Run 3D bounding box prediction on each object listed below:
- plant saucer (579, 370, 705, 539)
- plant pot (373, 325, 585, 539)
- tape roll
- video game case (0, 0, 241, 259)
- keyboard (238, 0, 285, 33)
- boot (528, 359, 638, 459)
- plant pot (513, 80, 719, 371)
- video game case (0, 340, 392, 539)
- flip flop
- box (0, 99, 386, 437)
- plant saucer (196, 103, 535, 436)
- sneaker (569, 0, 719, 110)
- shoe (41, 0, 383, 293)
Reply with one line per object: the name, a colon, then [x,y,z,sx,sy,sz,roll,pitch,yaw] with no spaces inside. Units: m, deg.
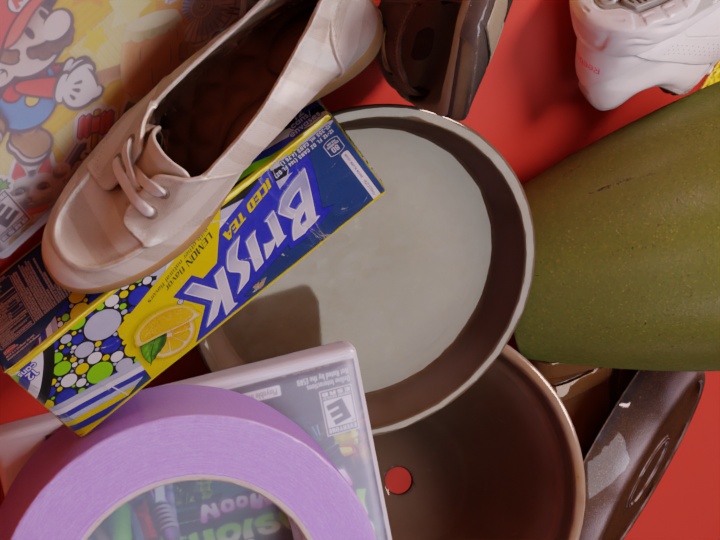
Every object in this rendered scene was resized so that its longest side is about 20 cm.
plant saucer: [0.185,0.131,1.265,0.200,0.032,0.200,-51,160,-26]
plant pot: [0.028,0.130,1.115,0.201,0.201,0.093,-42,-179,-8]
tape roll: [-0.092,0.164,0.962,0.200,0.066,0.200,-3,101,-13]
video game case: [-0.138,-0.123,0.841,0.200,0.023,0.182,-43,141,-7]
keyboard: [-0.032,-0.137,0.880,0.056,0.011,0.200,-21,157,-17]
boot: [0.124,0.092,1.211,0.200,0.077,0.155,-37,146,-23]
plant pot: [0.181,-0.016,1.106,0.200,0.187,0.187,-13,137,4]
video game case: [-0.083,0.148,1.006,0.200,0.023,0.182,-14,104,-12]
flip flop: [0.033,-0.120,0.907,0.058,0.200,0.081,22,91,-10]
box: [-0.091,-0.013,0.920,0.200,0.064,0.070,-38,137,1]
plant saucer: [0.000,0.000,1.020,0.200,0.029,0.200,-8,117,-17]
sneaker: [0.203,-0.156,1.107,0.200,0.078,0.099,-21,143,-21]
shoe: [-0.076,-0.070,0.858,0.200,0.070,0.053,-43,160,-2]
